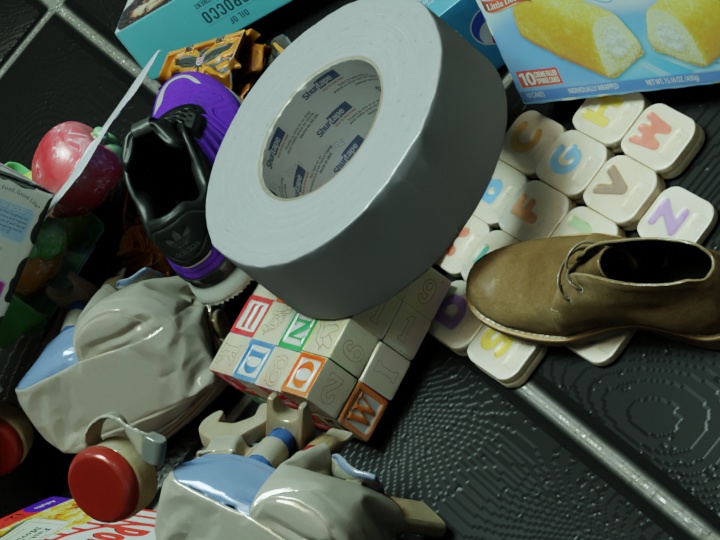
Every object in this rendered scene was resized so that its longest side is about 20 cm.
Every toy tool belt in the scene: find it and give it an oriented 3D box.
[{"bbox_3d":[-0.175,0.063,1.693,0.199,0.125,0.123,-27,20,25],"label":"toy tool belt"},{"bbox_3d":[-0.059,0.137,1.479,0.199,0.123,0.126,22,119,22],"label":"toy tool belt"}]

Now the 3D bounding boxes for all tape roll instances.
[{"bbox_3d":[-0.004,-0.072,1.554,0.200,0.066,0.201,-32,38,30],"label":"tape roll"}]

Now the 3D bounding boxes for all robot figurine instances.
[{"bbox_3d":[-0.108,-0.088,1.770,0.144,0.058,0.201,-13,53,32],"label":"robot figurine"}]

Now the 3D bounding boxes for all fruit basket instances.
[{"bbox_3d":[-0.211,-0.043,1.756,0.200,0.094,0.186,-44,13,32],"label":"fruit basket"}]

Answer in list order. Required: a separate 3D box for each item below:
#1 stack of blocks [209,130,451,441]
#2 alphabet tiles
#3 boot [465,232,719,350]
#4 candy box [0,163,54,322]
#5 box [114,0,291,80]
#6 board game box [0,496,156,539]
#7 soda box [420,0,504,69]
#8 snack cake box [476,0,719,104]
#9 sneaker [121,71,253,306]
[{"bbox_3d":[0.000,0.000,1.596,0.115,0.058,0.201,11,69,54],"label":"stack of blocks"},{"bbox_3d":[0.125,-0.025,1.548,0.200,0.015,0.195,-53,40,-2],"label":"alphabet tiles"},{"bbox_3d":[0.136,0.001,1.460,0.199,0.075,0.074,2,68,38],"label":"boot"},{"bbox_3d":[-0.292,0.015,1.667,0.136,0.061,0.201,27,96,53],"label":"candy box"},{"bbox_3d":[-0.084,-0.222,1.838,0.199,0.049,0.082,-27,27,24],"label":"box"},{"bbox_3d":[-0.180,0.196,1.565,0.199,0.151,0.047,3,107,42],"label":"board game box"},{"bbox_3d":[0.053,-0.160,1.671,0.200,0.068,0.064,-37,40,16],"label":"soda box"},{"bbox_3d":[0.171,-0.175,1.531,0.199,0.115,0.067,-3,36,41],"label":"snack cake box"},{"bbox_3d":[-0.118,-0.078,1.652,0.069,0.099,0.201,-32,42,17],"label":"sneaker"}]
